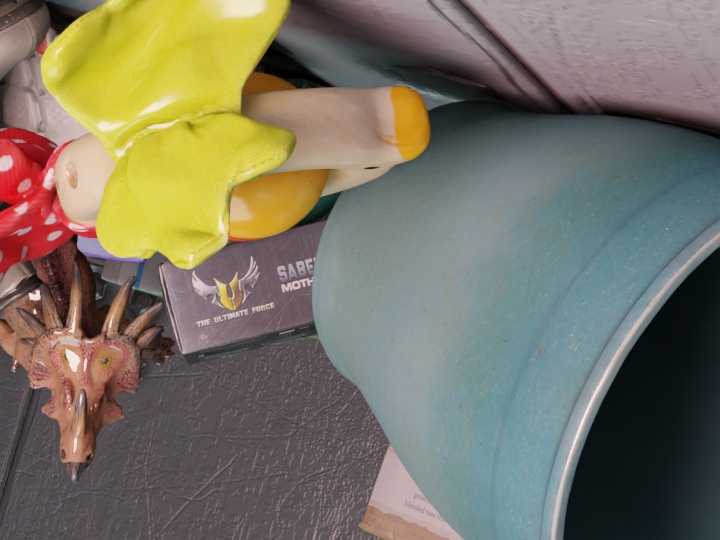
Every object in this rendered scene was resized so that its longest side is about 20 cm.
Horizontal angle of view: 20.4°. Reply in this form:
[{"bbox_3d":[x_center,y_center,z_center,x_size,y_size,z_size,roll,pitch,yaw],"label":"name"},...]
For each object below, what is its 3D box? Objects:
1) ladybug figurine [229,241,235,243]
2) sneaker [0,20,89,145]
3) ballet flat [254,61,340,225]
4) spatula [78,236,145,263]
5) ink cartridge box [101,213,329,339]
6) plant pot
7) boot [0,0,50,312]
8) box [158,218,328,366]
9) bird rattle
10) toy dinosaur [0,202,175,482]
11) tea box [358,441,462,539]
[{"bbox_3d":[-0.097,-0.059,1.066,0.135,0.072,0.200,14,175,33],"label":"ladybug figurine"},{"bbox_3d":[-0.185,-0.105,0.977,0.200,0.077,0.082,15,-157,25],"label":"sneaker"},{"bbox_3d":[-0.058,-0.072,0.900,0.072,0.072,0.200,15,175,19],"label":"ballet flat"},{"bbox_3d":[-0.098,-0.008,1.162,0.200,0.057,0.021,21,-137,25],"label":"spatula"},{"bbox_3d":[-0.050,-0.019,1.194,0.200,0.104,0.059,14,176,31],"label":"ink cartridge box"},{"bbox_3d":[0.085,0.025,0.780,0.200,0.200,0.188,20,-171,-46],"label":"plant pot"},{"bbox_3d":[-0.176,-0.044,0.904,0.200,0.131,0.068,-21,-170,48],"label":"boot"},{"bbox_3d":[0.000,0.000,1.013,0.199,0.051,0.158,-14,176,-4],"label":"box"},{"bbox_3d":[-0.066,-0.033,0.742,0.163,0.113,0.200,-4,164,-31],"label":"bird rattle"},{"bbox_3d":[-0.163,0.005,1.037,0.200,0.086,0.136,57,171,5],"label":"toy dinosaur"},{"bbox_3d":[0.146,0.128,1.105,0.197,0.134,0.200,24,175,-42],"label":"tea box"}]
